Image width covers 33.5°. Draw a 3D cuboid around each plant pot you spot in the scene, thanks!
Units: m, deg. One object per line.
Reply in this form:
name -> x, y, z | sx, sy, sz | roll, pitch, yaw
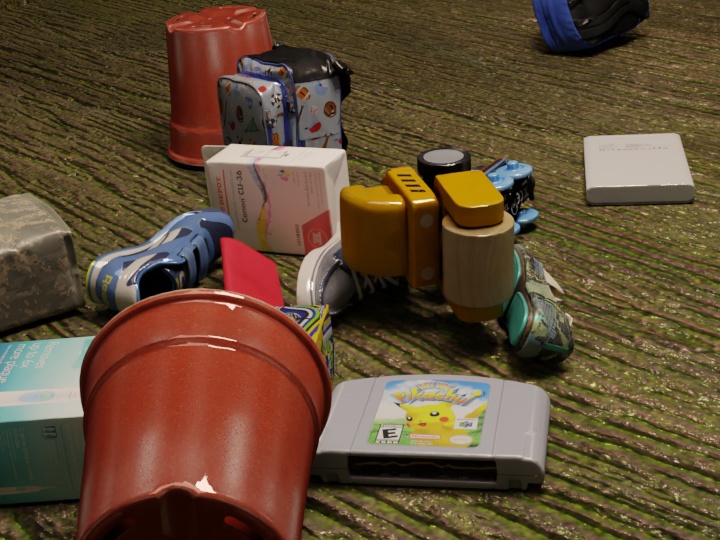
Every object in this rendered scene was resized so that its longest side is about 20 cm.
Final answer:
plant pot -> -0.118, 0.151, 0.866 | 0.199, 0.202, 0.196 | -5, 33, 1
plant pot -> -0.202, -0.281, 1.785 | 0.199, 0.196, 0.201 | -5, 25, 2

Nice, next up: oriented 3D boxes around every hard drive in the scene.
hard drive -> 0.360, -0.136, 1.569 | 0.131, 0.026, 0.200 | -1, 25, 10

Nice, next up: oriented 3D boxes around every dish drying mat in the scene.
dish drying mat -> -0.117, 0.020, 1.296 | 0.077, 0.018, 0.200 | 34, 15, -20

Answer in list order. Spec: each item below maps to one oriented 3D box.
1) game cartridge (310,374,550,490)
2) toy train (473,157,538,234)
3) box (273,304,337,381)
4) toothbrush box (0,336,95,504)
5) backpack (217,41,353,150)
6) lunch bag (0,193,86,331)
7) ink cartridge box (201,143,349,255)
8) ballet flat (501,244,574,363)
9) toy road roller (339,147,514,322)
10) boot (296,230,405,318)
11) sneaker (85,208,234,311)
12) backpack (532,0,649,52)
game cartridge -> 0.062, 0.135, 1.029 | 0.199, 0.041, 0.133 | 0, 21, 11
toy train -> 0.132, -0.074, 1.416 | 0.114, 0.087, 0.200 | 3, 25, 33
box -> -0.069, 0.105, 1.078 | 0.064, 0.070, 0.200 | -4, 24, 9
toothbrush box -> -0.244, 0.126, 1.052 | 0.199, 0.086, 0.147 | -3, 24, 2
backpack -> -0.097, -0.192, 1.596 | 0.153, 0.192, 0.200 | -21, 24, -20
lunch bag -> -0.426, -0.015, 1.360 | 0.163, 0.118, 0.200 | -18, 32, -24
ink cartridge box -> -0.114, -0.087, 1.454 | 0.199, 0.117, 0.068 | 5, 26, 24
ballet flat -> 0.176, 0.036, 1.203 | 0.074, 0.075, 0.200 | -4, 26, 3
toy road roller -> 0.061, -0.034, 1.207 | 0.145, 0.124, 0.200 | -9, 27, -12
boot -> 0.000, 0.000, 1.288 | 0.090, 0.073, 0.200 | -3, 23, 19
sneaker -> -0.210, -0.005, 1.355 | 0.082, 0.074, 0.200 | 22, 41, 38
backpack -> 0.401, -0.479, 2.166 | 0.200, 0.163, 0.167 | -35, 16, -34
